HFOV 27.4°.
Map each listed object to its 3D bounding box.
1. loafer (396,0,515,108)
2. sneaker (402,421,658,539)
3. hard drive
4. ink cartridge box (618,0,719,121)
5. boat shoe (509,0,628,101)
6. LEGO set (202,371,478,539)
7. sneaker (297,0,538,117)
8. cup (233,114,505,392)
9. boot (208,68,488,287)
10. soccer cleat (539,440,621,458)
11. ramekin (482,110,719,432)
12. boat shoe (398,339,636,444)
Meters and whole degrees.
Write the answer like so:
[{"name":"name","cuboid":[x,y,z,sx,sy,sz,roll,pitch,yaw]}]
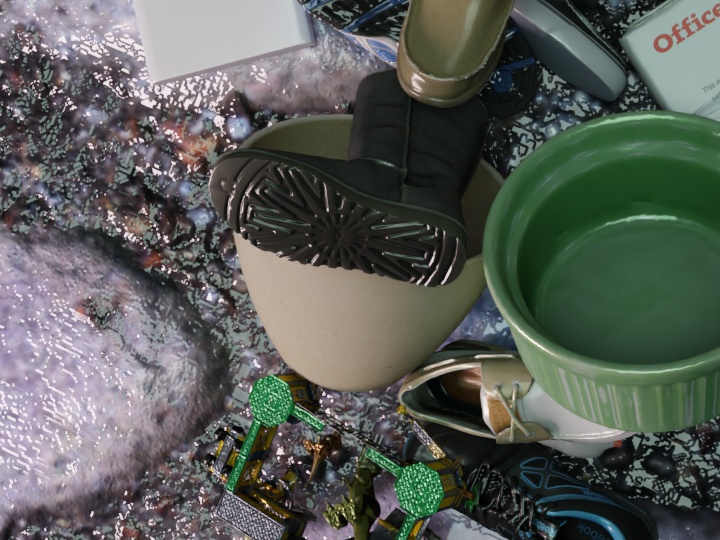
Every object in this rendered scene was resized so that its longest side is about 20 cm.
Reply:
[{"name":"loafer","cuboid":[0.075,-0.206,1.000,0.076,0.067,0.201,16,72,11]},{"name":"sneaker","cuboid":[0.122,0.164,1.069,0.199,0.082,0.074,22,98,11]},{"name":"hard drive","cuboid":[-0.119,-0.256,1.133,0.131,0.027,0.201,-13,89,12]},{"name":"ink cartridge box","cuboid":[0.291,-0.116,1.023,0.146,0.083,0.201,-31,86,11]},{"name":"boat shoe","cuboid":[0.125,-0.207,1.068,0.200,0.070,0.066,42,86,14]},{"name":"LEGO set","cuboid":[-0.003,0.161,1.082,0.199,0.116,0.155,20,98,26]},{"name":"sneaker","cuboid":[0.043,-0.181,1.081,0.199,0.077,0.076,31,99,-8]},{"name":"cup","cuboid":[0.000,0.000,1.049,0.199,0.200,0.144,17,124,11]},{"name":"boot","cuboid":[0.000,-0.081,0.976,0.181,0.201,0.073,21,130,-10]},{"name":"soccer cleat","cuboid":[0.161,0.036,1.066,0.077,0.069,0.201,7,96,15]},{"name":"ramekin","cuboid":[0.182,0.005,0.941,0.199,0.098,0.201,-7,54,10]},{"name":"boat shoe","cuboid":[0.112,0.091,1.024,0.199,0.068,0.075,-2,108,48]}]
